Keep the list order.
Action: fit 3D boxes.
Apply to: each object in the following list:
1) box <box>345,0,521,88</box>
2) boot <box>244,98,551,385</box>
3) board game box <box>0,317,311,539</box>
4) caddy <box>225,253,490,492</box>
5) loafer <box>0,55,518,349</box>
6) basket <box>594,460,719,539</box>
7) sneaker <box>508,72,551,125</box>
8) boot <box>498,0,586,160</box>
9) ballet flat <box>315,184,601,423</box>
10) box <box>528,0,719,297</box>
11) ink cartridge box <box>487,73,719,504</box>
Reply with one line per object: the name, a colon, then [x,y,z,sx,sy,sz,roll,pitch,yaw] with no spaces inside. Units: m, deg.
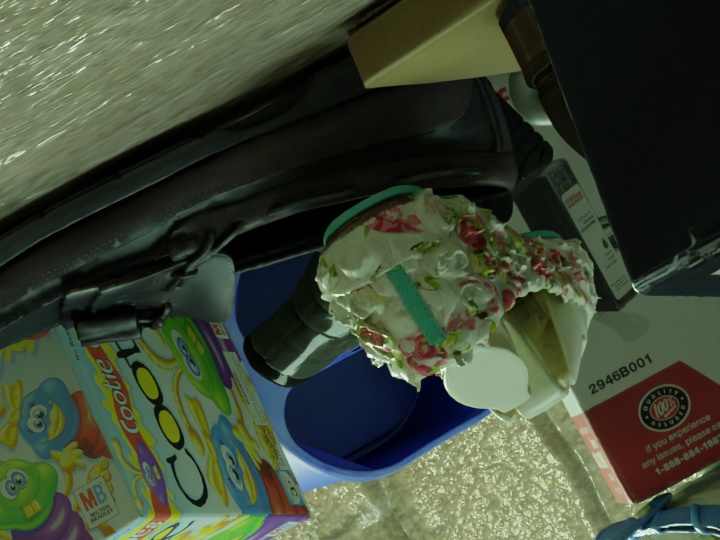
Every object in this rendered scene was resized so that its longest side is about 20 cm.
box: [0.113,-0.114,0.716,0.199,0.021,0.163,-31,169,34]
boot: [0.000,0.000,0.919,0.131,0.068,0.200,-50,171,21]
board game box: [-0.111,0.073,0.911,0.104,0.103,0.200,-29,167,12]
caddy: [-0.003,0.032,1.218,0.199,0.142,0.105,-27,-179,-42]
loafer: [-0.040,-0.014,0.762,0.199,0.063,0.072,-28,177,-11]
basket: [0.166,0.174,1.003,0.200,0.177,0.139,-37,-176,-32]
sneaker: [0.132,-0.097,0.850,0.099,0.075,0.200,-21,172,-38]
boot: [0.119,-0.043,0.740,0.075,0.097,0.199,-30,167,34]
ballet flat: [0.040,0.020,0.791,0.075,0.064,0.200,-34,163,16]
box: [0.172,-0.085,0.572,0.198,0.124,0.199,-31,160,34]
ink cartridge box: [0.132,-0.018,1.045,0.144,0.201,0.084,-28,174,0]
